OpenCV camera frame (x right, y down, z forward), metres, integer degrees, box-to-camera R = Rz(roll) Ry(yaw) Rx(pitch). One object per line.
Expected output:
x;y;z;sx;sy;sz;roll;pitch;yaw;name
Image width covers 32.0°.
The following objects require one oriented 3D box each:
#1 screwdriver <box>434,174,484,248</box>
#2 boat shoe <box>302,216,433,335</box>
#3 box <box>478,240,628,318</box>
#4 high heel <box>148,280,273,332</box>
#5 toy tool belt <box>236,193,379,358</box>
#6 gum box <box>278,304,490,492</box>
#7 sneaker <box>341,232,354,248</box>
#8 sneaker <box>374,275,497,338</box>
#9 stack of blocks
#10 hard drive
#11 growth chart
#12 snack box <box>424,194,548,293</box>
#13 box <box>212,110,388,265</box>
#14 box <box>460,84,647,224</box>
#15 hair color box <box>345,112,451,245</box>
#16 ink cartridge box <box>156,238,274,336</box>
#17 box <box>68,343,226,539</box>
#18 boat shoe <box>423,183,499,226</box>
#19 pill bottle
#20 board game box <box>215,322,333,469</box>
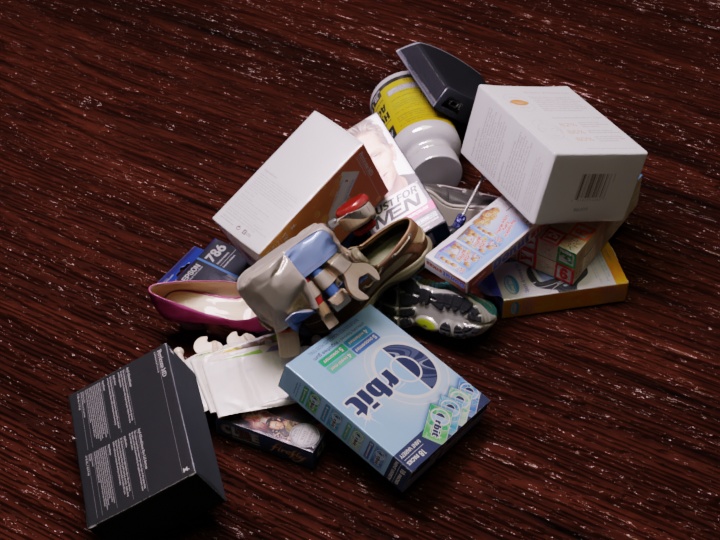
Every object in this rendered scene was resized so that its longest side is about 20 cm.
0.151;-0.093;1.755;0.028;0.029;0.200;29;89;1;screwdriver
0.000;0.000;1.622;0.200;0.074;0.076;-38;44;-8;boat shoe
0.253;0.003;1.725;0.200;0.042;0.119;-9;44;-5;box
-0.169;0.033;1.603;0.200;0.096;0.067;-3;63;23;high heel
-0.044;0.010;1.540;0.200;0.123;0.125;-34;11;-3;toy tool belt
0.030;0.149;1.521;0.200;0.045;0.170;38;44;18;gum box
-0.036;-0.081;1.785;0.066;0.079;0.200;5;43;8;sneaker
0.089;0.042;1.675;0.200;0.078;0.080;21;18;26;sneaker
0.293;-0.079;1.739;0.115;0.059;0.200;26;49;25;stack of blocks
0.148;-0.277;1.912;0.200;0.042;0.135;14;39;-52;hard drive
-0.130;0.128;1.559;0.200;0.018;0.145;-7;44;-6;growth chart
0.176;-0.047;1.648;0.072;0.024;0.200;34;55;29;snack box
-0.076;-0.087;1.655;0.097;0.124;0.200;37;79;31;box
0.253;-0.157;1.671;0.152;0.107;0.200;-3;34;-27;box
0.033;-0.111;1.750;0.100;0.061;0.200;-31;66;0;hair color box
-0.177;0.017;1.710;0.200;0.039;0.099;21;49;21;ink cartridge box
-0.250;0.204;1.456;0.141;0.079;0.200;-30;46;9;box
0.129;-0.088;1.808;0.200;0.067;0.057;12;22;6;boat shoe
0.088;-0.201;1.882;0.111;0.111;0.200;-9;44;-9;pill bottle
-0.076;0.146;1.579;0.135;0.035;0.200;17;47;17;board game box
